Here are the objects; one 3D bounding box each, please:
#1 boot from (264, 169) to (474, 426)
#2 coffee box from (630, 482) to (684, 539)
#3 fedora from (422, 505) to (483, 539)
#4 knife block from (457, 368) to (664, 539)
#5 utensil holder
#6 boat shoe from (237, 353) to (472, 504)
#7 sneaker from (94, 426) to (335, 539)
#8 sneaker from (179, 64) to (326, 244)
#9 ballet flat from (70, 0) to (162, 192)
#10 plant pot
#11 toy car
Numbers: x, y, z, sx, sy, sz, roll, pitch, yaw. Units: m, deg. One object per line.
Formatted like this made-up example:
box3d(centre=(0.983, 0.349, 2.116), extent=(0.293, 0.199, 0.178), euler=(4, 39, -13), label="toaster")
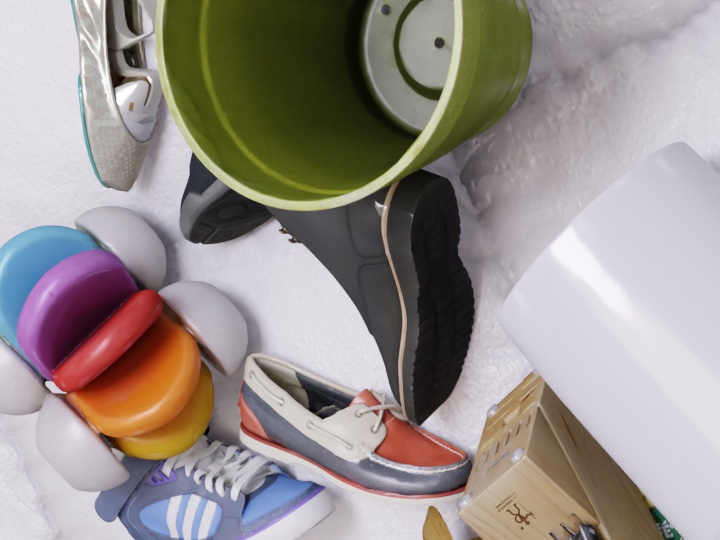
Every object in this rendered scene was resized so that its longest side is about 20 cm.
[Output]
box3d(centre=(0.000, 0.000, 1.189), extent=(0.137, 0.077, 0.202), euler=(21, 132, 29), label="boot")
box3d(centre=(0.215, 0.226, 1.147), extent=(0.122, 0.044, 0.202), euler=(-22, 91, 37), label="coffee box")
box3d(centre=(0.113, 0.237, 1.175), extent=(0.081, 0.201, 0.202), euler=(-26, 89, -4), label="fedora")
box3d(centre=(0.149, 0.168, 1.109), extent=(0.175, 0.200, 0.064), euler=(44, 116, -8), label="knife block")
box3d(centre=(0.201, 0.050, 1.027), extent=(0.200, 0.169, 0.170), euler=(47, 124, 14), label="utensil holder")
box3d(centre=(-0.005, 0.112, 1.248), extent=(0.199, 0.071, 0.063), euler=(16, 110, 34), label="boat shoe")
box3d(centre=(-0.122, 0.144, 1.324), extent=(0.199, 0.080, 0.148), euler=(-20, 97, 42), label="sneaker")
box3d(centre=(-0.088, -0.108, 1.235), extent=(0.115, 0.076, 0.200), euler=(67, 151, 30), label="sneaker")
box3d(centre=(-0.173, -0.155, 1.279), extent=(0.062, 0.067, 0.202), euler=(-2, 104, 24), label="ballet flat")
box3d(centre=(0.012, -0.141, 1.067), extent=(0.198, 0.192, 0.203), euler=(2, 95, 28), label="plant pot")
box3d(centre=(-0.192, 0.045, 1.266), extent=(0.200, 0.150, 0.175), euler=(42, 79, 17), label="toy car")
